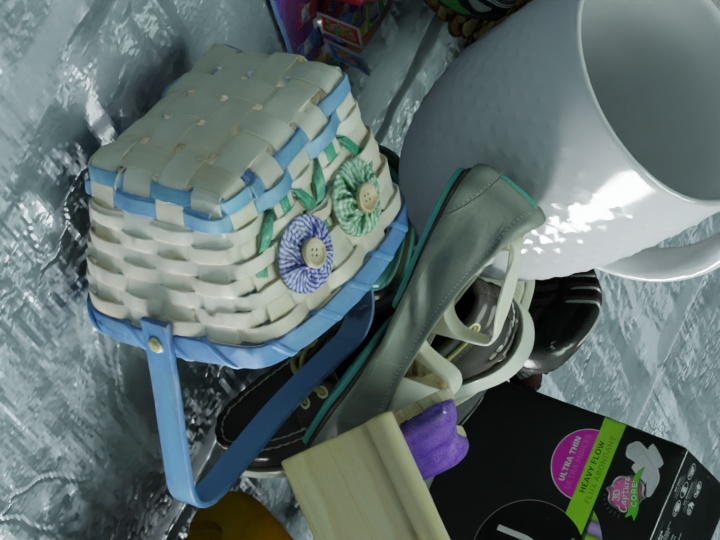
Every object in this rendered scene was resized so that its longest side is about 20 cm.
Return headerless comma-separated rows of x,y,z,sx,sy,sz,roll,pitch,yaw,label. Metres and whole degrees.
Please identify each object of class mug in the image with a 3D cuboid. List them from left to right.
0.129,-0.057,1.648,0.200,0.175,0.148,34,49,-27,mug

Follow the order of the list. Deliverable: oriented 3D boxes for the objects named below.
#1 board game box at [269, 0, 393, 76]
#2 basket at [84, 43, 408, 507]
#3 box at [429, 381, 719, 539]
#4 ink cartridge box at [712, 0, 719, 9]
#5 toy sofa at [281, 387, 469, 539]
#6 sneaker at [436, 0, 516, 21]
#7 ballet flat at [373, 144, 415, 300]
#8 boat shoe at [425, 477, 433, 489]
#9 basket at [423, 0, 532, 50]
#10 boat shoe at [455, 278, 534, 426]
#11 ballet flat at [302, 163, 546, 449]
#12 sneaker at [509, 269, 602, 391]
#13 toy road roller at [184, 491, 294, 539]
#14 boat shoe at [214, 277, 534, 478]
0.007,-0.192,1.652,0.158,0.039,0.200,-59,154,-24,board game box
-0.058,0.001,1.539,0.176,0.139,0.201,-50,145,-38,basket
0.113,0.162,1.942,0.149,0.199,0.124,-66,154,-8,box
0.227,-0.245,1.983,0.068,0.115,0.201,-48,148,-40,ink cartridge box
0.024,0.131,1.612,0.097,0.083,0.200,-23,169,-1,toy sofa
0.058,-0.233,1.601,0.078,0.085,0.201,-25,108,-57,sneaker
0.000,0.000,1.763,0.070,0.067,0.201,-60,161,-56,ballet flat
0.036,0.077,1.838,0.060,0.074,0.201,16,103,-34,boat shoe
0.099,-0.214,1.765,0.143,0.149,0.200,-38,-176,31,basket
0.033,0.069,1.749,0.201,0.072,0.068,-57,174,3,boat shoe
0.036,0.036,1.589,0.201,0.064,0.067,-60,174,26,ballet flat
0.114,0.042,1.929,0.200,0.075,0.116,-83,177,-61,sneaker
-0.055,0.193,1.628,0.123,0.199,0.146,51,50,-26,toy road roller
-0.003,0.055,1.684,0.061,0.200,0.072,41,30,-50,boat shoe
